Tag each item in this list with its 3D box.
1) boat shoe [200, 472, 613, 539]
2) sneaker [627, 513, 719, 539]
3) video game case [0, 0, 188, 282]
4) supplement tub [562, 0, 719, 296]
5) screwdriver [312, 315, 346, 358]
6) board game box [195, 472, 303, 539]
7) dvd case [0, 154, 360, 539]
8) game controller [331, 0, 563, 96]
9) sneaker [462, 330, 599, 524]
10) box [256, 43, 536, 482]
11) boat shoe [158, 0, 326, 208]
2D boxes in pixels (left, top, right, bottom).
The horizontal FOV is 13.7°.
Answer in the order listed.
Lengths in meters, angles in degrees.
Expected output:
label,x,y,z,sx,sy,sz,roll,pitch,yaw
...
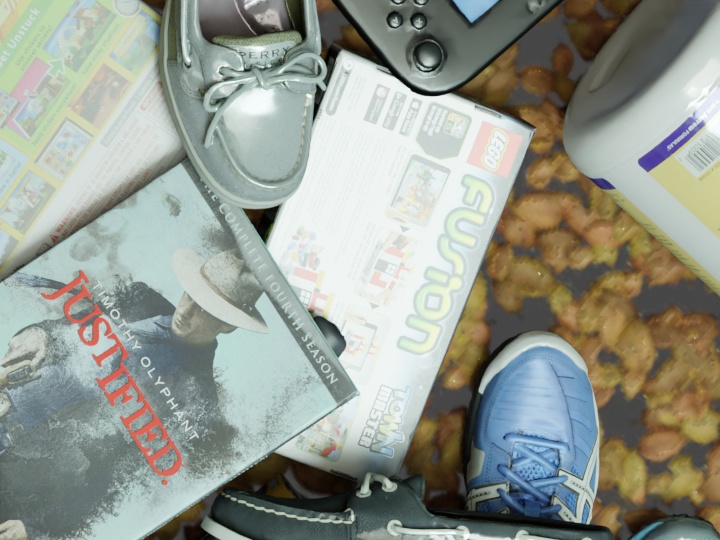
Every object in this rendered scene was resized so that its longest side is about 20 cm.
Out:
label,x,y,z,sx,sy,sz,roll,pitch,yaw
boat shoe,0.024,0.128,1.452,0.199,0.076,0.061,15,93,-6
sneaker,0.154,0.227,1.537,0.079,0.096,0.201,14,98,-12
video game case,-0.166,-0.051,1.473,0.182,0.023,0.200,35,94,-14
supplement tub,0.213,-0.050,1.471,0.200,0.145,0.146,41,92,-14
screwdriver,-0.079,0.101,1.473,0.029,0.028,0.200,40,89,14
board game box,-0.042,0.233,1.528,0.165,0.057,0.200,-39,104,-2
dvd case,-0.121,0.055,1.454,0.199,0.022,0.146,-33,84,-2
game controller,0.073,-0.179,1.467,0.200,0.042,0.104,-42,106,-9
sneaker,0.088,0.131,1.519,0.075,0.077,0.201,3,98,-8
box,0.000,0.000,1.502,0.109,0.035,0.201,21,96,-12
boat shoe,-0.055,-0.132,1.436,0.074,0.065,0.204,-2,88,-17
